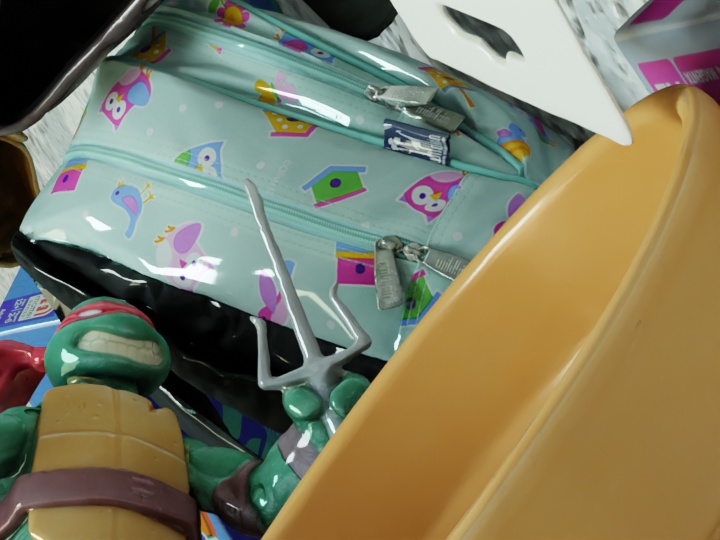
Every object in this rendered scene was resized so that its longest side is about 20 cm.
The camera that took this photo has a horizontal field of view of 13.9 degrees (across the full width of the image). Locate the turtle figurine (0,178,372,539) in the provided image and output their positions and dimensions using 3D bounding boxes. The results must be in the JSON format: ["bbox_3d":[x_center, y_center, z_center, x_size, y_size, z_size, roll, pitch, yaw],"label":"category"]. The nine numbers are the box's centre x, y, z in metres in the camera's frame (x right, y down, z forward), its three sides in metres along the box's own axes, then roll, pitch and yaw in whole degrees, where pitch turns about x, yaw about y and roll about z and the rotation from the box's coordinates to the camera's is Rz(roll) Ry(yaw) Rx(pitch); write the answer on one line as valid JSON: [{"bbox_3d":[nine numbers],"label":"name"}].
[{"bbox_3d":[-0.065,0.059,0.777,0.101,0.149,0.201,94,173,-52],"label":"turtle figurine"}]

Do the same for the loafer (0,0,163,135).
[{"bbox_3d":[-0.058,-0.107,0.810,0.072,0.063,0.200,27,137,-13],"label":"loafer"}]

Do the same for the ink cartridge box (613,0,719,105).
[{"bbox_3d":[0.142,0.015,0.668,0.200,0.042,0.119,53,169,-9],"label":"ink cartridge box"}]

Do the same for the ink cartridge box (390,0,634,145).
[{"bbox_3d":[0.016,-0.134,0.640,0.201,0.067,0.117,60,166,-27],"label":"ink cartridge box"}]

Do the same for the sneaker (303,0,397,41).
[{"bbox_3d":[-0.067,-0.140,0.884,0.200,0.091,0.076,49,169,-3],"label":"sneaker"}]

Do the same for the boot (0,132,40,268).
[{"bbox_3d":[-0.179,-0.088,0.977,0.144,0.071,0.201,40,173,40],"label":"boot"}]

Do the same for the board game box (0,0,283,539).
[{"bbox_3d":[-0.049,0.008,1.055,0.045,0.201,0.152,-12,127,27],"label":"board game box"}]

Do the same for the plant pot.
[{"bbox_3d":[0.063,0.081,0.648,0.140,0.200,0.200,38,170,-6],"label":"plant pot"}]

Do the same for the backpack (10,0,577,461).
[{"bbox_3d":[0.000,0.000,0.886,0.199,0.127,0.167,23,163,23],"label":"backpack"}]
